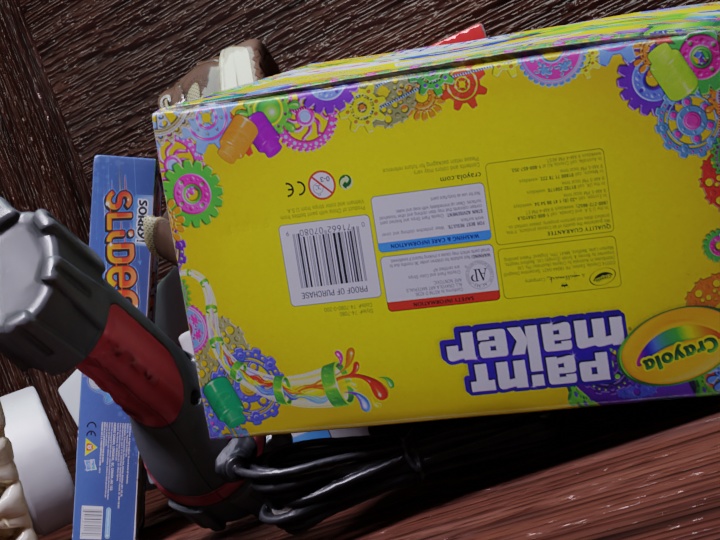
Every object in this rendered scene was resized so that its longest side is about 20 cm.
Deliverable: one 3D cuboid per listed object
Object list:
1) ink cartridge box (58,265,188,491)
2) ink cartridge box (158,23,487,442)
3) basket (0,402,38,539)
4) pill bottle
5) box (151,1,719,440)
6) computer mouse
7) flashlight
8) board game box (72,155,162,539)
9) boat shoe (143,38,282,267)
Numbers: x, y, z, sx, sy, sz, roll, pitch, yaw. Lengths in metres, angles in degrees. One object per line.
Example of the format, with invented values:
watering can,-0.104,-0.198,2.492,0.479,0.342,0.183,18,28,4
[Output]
ink cartridge box,-0.071,0.042,1.043,0.200,0.083,0.145,-43,-18,25
ink cartridge box,0.000,0.000,0.815,0.198,0.178,0.045,-22,-1,23
basket,-0.233,0.119,0.655,0.198,0.125,0.135,-21,3,-27
pill bottle,-0.279,0.150,1.025,0.198,0.116,0.114,-22,-1,-13
box,0.053,-0.027,0.645,0.197,0.124,0.193,-6,10,17
computer mouse,0.012,0.065,0.675,0.139,0.047,0.200,-14,10,-1
flashlight,-0.097,0.048,0.709,0.067,0.069,0.200,12,-20,29
board game box,-0.133,0.045,0.919,0.034,0.203,0.135,3,-3,-5
boat shoe,-0.062,-0.015,0.779,0.074,0.204,0.075,-18,-42,11
